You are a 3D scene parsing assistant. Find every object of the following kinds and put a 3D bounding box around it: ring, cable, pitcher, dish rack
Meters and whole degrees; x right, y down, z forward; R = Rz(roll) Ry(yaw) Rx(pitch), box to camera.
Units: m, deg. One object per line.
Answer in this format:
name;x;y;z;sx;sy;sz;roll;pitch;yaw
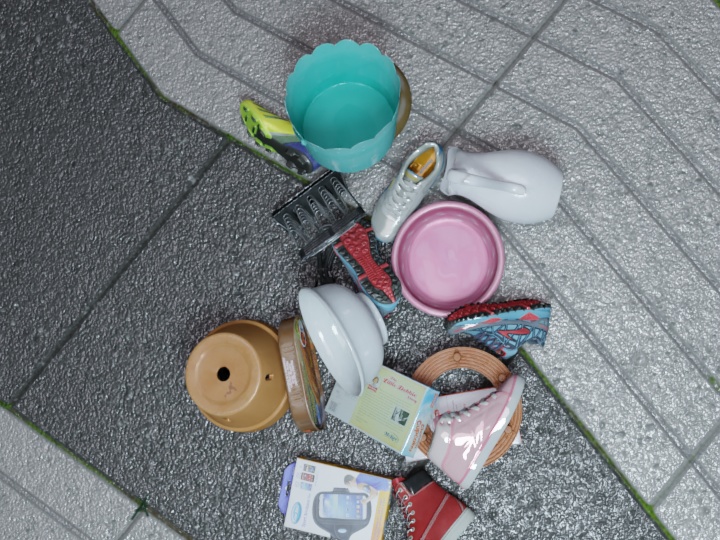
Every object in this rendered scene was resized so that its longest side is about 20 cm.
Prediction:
ring;0.169;0.228;1.403;0.196;0.019;0.204;-2;79;9
cable;-0.063;0.020;1.531;0.095;0.050;0.203;-14;69;9
pitcher;0.237;-0.145;1.421;0.196;0.172;0.123;13;105;2
dish rack;-0.071;-0.097;1.473;0.153;0.200;0.055;-37;115;3

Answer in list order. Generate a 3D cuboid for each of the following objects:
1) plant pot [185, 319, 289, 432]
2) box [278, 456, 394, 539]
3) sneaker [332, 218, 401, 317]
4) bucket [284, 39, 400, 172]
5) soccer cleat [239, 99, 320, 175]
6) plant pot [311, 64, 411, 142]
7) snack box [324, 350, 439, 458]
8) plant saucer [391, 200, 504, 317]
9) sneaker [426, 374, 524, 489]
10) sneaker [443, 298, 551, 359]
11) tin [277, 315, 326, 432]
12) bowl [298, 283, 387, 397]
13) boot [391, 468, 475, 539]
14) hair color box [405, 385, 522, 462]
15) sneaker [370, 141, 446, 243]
plant pot;-0.218;0.181;1.477;0.196;0.140;0.204;-2;81;9
box;-0.047;0.399;1.468;0.196;0.041;0.121;10;84;9
sneaker;0.000;0.000;1.483;0.078;0.096;0.202;-16;59;-18
bucket;-0.027;-0.277;1.460;0.203;0.135;0.211;-1;75;3
soccer cleat;-0.142;-0.256;1.574;0.199;0.065;0.084;40;60;17
plant pot;-0.004;-0.315;1.552;0.196;0.028;0.204;-1;77;3
snack box;0.033;0.221;1.429;0.198;0.037;0.118;20;86;45
plant saucer;0.153;-0.018;1.484;0.197;0.051;0.205;-1;83;8
sneaker;0.178;0.237;1.351;0.104;0.075;0.202;31;91;8
sneaker;0.234;0.104;1.414;0.196;0.079;0.097;-4;98;-17
tin;-0.102;0.180;1.470;0.041;0.112;0.204;-13;80;8
bowl;-0.017;0.099;1.404;0.089;0.201;0.203;-28;77;-18
boot;0.080;0.426;1.392;0.144;0.073;0.200;39;52;13
hair color box;0.168;0.260;1.438;0.196;0.061;0.103;-10;80;7
sneaker;0.079;-0.143;1.500;0.076;0.081;0.202;32;90;11
